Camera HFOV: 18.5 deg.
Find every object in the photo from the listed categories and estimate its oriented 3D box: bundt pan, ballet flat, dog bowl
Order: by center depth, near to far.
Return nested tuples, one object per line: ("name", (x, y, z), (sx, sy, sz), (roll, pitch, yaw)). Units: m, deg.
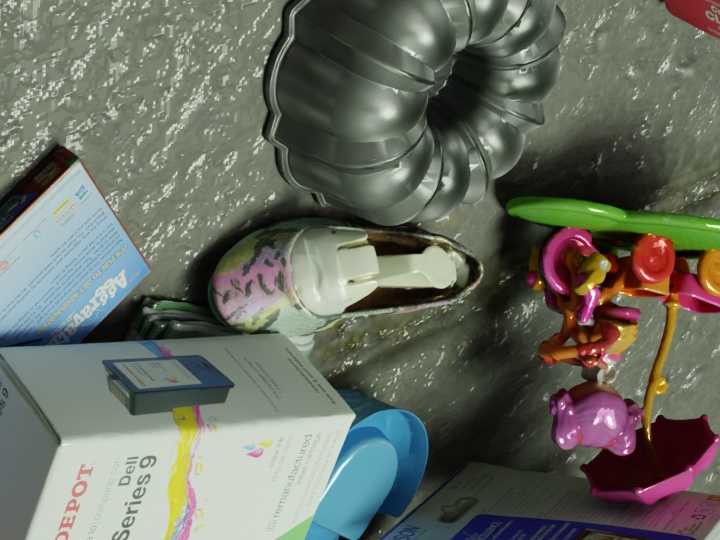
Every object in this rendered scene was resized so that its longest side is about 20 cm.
("bundt pan", (0.042, -0.112, 1.277), (0.201, 0.076, 0.203), (-28, 136, -31))
("ballet flat", (0.000, 0.000, 1.311), (0.199, 0.071, 0.070), (-4, 86, -48))
("dog bowl", (-0.038, 0.164, 1.416), (0.201, 0.049, 0.111), (-57, 144, 0))

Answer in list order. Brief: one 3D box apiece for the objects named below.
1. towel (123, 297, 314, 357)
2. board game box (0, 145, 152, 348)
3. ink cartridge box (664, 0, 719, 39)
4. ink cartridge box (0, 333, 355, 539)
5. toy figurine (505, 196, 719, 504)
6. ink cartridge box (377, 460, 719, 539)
("towel", (-0.112, 0.116, 1.313), (0.149, 0.031, 0.201), (10, 109, -50))
("board game box", (-0.202, 0.037, 1.160), (0.200, 0.019, 0.103), (-46, 141, -14))
("ink cartridge box", (0.250, -0.261, 1.391), (0.148, 0.085, 0.201), (-43, 143, -16))
("ink cartridge box", (-0.121, 0.119, 1.211), (0.199, 0.088, 0.146), (0, 123, -40))
("toy figurine", (0.174, 0.059, 1.453), (0.198, 0.150, 0.186), (11, 82, -30))
("ink cartridge box", (0.131, 0.180, 1.445), (0.198, 0.198, 0.044), (-28, 122, -64))
